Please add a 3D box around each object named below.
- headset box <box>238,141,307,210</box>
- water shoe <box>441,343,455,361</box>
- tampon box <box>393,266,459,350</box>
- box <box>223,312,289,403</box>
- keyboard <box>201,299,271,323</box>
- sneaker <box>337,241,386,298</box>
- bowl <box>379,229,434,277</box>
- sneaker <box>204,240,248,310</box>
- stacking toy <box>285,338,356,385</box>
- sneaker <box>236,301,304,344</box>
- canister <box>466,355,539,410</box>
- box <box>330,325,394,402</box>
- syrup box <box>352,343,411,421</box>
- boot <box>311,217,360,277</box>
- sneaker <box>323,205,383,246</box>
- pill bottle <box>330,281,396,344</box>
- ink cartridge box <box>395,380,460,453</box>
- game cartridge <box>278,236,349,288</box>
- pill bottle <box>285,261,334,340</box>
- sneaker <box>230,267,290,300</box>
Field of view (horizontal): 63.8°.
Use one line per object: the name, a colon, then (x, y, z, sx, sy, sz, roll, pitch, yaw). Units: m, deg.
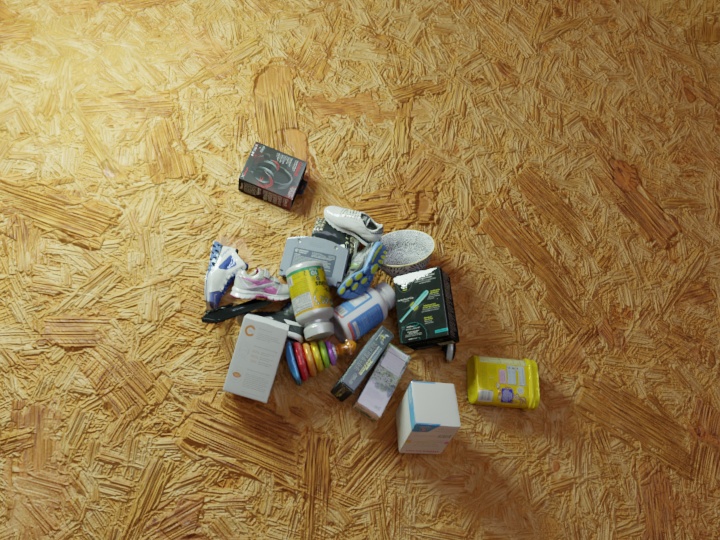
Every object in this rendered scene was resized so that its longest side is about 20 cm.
headset box: (-0.264, -0.292, 1.809, 0.197, 0.075, 0.151, 22, 65, -5)
water shoe: (0.247, 0.179, 1.766, 0.077, 0.072, 0.204, -6, 69, 14)
tampon box: (0.193, 0.115, 1.699, 0.147, 0.126, 0.204, -12, 69, 20)
box: (-0.276, 0.231, 1.547, 0.122, 0.097, 0.204, 17, 91, -6)
keyboard: (-0.351, 0.111, 1.586, 0.199, 0.125, 0.021, -18, 108, -50)
sneaker: (0.000, -0.001, 1.687, 0.071, 0.082, 0.201, 45, 72, -30)
bowl: (0.133, -0.033, 1.778, 0.196, 0.096, 0.202, -7, 34, 5)
sneaker: (-0.381, 0.013, 1.657, 0.113, 0.081, 0.203, 7, 66, -9)
stacking toy: (-0.105, 0.234, 1.605, 0.196, 0.110, 0.118, -17, 74, -9)
sneaker: (-0.248, 0.132, 1.655, 0.197, 0.073, 0.113, 21, 57, -8)
canister: (0.423, 0.333, 1.727, 0.196, 0.087, 0.151, 7, 67, -10)
box: (0.004, 0.262, 1.611, 0.051, 0.158, 0.201, 37, 64, 4)
syrup box: (0.061, 0.318, 1.645, 0.078, 0.082, 0.202, 31, 65, 2)
boot: (-0.083, -0.062, 1.769, 0.151, 0.074, 0.207, 15, 64, -3)
sneaker: (-0.019, -0.152, 1.745, 0.197, 0.081, 0.077, 27, 55, 8)
pill bottle: (0.011, 0.120, 1.694, 0.198, 0.112, 0.113, -32, 79, -23)
ink cartridge box: (0.176, 0.411, 1.584, 0.126, 0.202, 0.127, 6, 49, -11)
game cartridge: (-0.135, -0.029, 1.715, 0.196, 0.042, 0.136, 12, 77, 11)
pill bottle: (-0.136, 0.087, 1.614, 0.111, 0.113, 0.204, -10, 74, -17)
sneaker: (-0.270, 0.037, 1.648, 0.197, 0.081, 0.090, 3, 92, -30)
